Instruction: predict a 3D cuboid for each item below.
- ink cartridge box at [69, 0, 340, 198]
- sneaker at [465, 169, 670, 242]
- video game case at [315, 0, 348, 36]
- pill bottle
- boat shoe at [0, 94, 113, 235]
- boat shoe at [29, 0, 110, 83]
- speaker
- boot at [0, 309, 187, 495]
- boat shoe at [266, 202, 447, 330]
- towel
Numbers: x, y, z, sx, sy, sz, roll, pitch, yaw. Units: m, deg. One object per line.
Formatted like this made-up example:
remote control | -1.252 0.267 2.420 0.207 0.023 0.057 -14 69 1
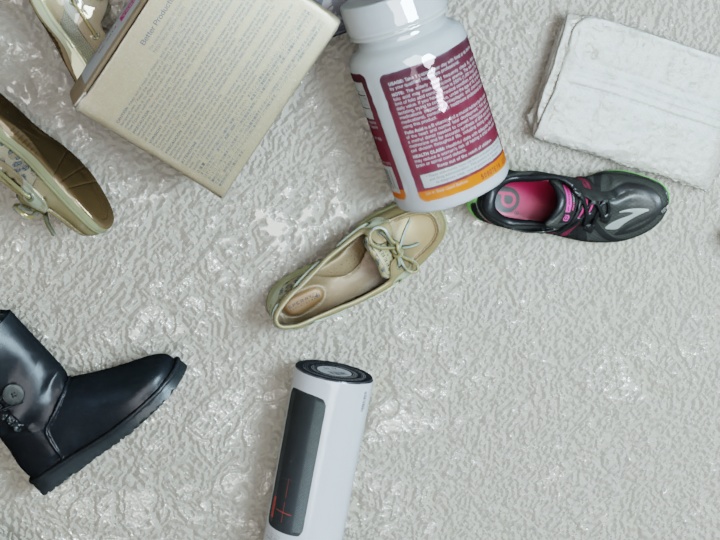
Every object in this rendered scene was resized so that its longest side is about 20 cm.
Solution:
ink cartridge box | -0.142 -0.194 1.361 0.165 0.075 0.200 32 98 -23
sneaker | 0.202 -0.059 1.446 0.199 0.084 0.077 0 102 -4
video game case | -0.008 -0.322 1.412 0.199 0.026 0.181 -18 101 -1
pill bottle | 0.057 -0.166 1.389 0.114 0.114 0.200 -20 109 -1
boat shoe | -0.318 -0.098 1.404 0.200 0.073 0.063 44 106 0
boat shoe | -0.264 -0.239 1.387 0.065 0.072 0.200 -28 107 -4
speaker | -0.043 0.195 1.476 0.081 0.081 0.201 10 100 -6
boot | -0.292 0.100 1.440 0.200 0.076 0.168 -37 105 9
boat shoe | 0.000 0.000 1.452 0.200 0.063 0.073 -35 100 2
towel | 0.271 -0.165 1.459 0.199 0.034 0.133 17 100 -8
